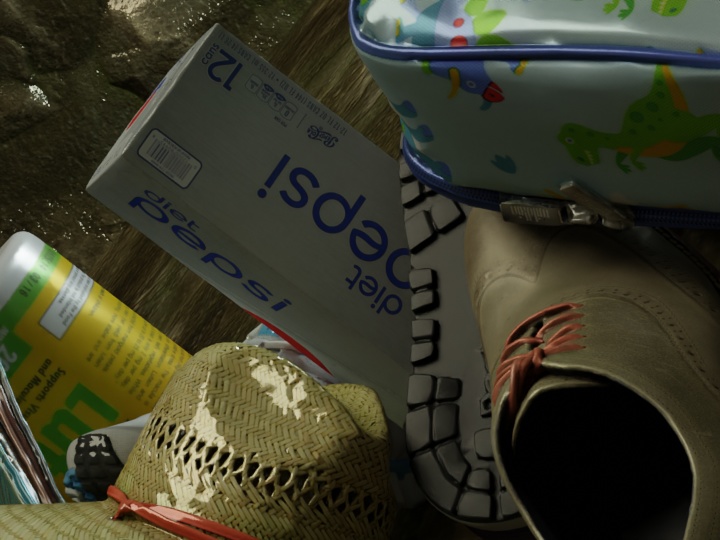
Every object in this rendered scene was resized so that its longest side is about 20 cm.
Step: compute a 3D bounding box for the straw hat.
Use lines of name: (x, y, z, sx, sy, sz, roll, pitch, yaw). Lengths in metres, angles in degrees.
straw hat: (-0.031, 0.068, 0.614, 0.201, 0.201, 0.085, -175, 107, -77)

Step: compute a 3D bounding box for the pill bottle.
pill bottle: (-0.114, 0.083, 0.933, 0.111, 0.200, 0.111, -49, 11, 13)

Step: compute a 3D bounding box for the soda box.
soda box: (0.000, 0.000, 0.732, 0.064, 0.200, 0.068, -56, 11, -18)

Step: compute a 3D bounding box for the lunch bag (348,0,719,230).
lunch bag: (0.099, -0.102, 0.556, 0.160, 0.083, 0.200, 5, 52, 29)

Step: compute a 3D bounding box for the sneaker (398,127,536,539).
sneaker: (0.059, 0.002, 0.656, 0.076, 0.088, 0.201, -5, 62, 26)

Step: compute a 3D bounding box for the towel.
towel: (-0.129, 0.133, 0.831, 0.022, 0.147, 0.200, -23, -34, -19)

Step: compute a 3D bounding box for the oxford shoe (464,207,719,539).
oxford shoe: (0.064, 0.028, 0.518, 0.070, 0.075, 0.200, -45, 38, 15)

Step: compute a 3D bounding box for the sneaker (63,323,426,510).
sneaker: (-0.043, 0.053, 0.778, 0.200, 0.075, 0.087, 3, -89, -58)
